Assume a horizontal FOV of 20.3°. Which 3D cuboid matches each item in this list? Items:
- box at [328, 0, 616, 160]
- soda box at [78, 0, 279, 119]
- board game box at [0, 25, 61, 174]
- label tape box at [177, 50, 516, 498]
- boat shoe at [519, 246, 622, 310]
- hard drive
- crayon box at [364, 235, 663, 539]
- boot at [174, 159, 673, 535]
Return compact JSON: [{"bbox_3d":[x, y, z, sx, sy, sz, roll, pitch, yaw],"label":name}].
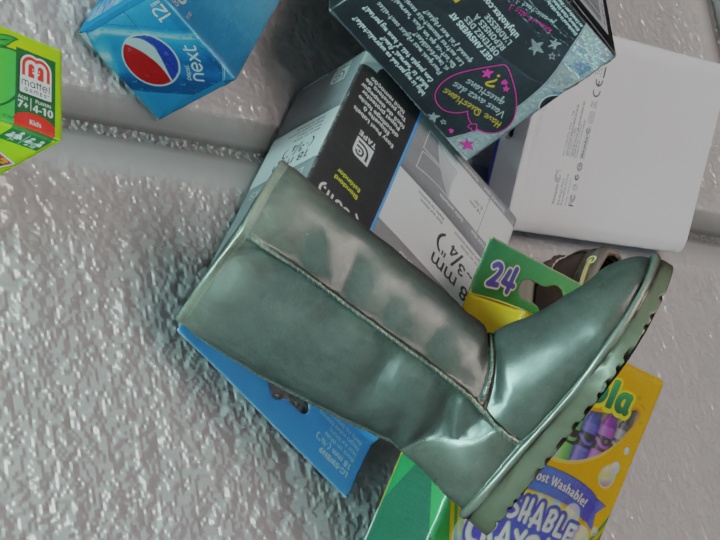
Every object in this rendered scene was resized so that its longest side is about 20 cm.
[{"bbox_3d":[0.064,-0.182,1.187,0.132,0.114,0.201,46,24,-25],"label":"box"},{"bbox_3d":[-0.076,-0.178,1.107,0.068,0.064,0.201,47,44,-23],"label":"soda box"},{"bbox_3d":[-0.236,-0.086,0.852,0.199,0.101,0.048,19,58,-42],"label":"board game box"},{"bbox_3d":[0.000,0.000,1.111,0.144,0.063,0.201,46,43,-23],"label":"label tape box"},{"bbox_3d":[0.133,0.079,1.228,0.072,0.059,0.202,30,52,-37],"label":"boat shoe"},{"bbox_3d":[0.163,-0.085,1.319,0.199,0.025,0.133,6,100,-47],"label":"hard drive"},{"bbox_3d":[0.088,0.099,1.100,0.125,0.051,0.201,25,85,-39],"label":"crayon box"},{"bbox_3d":[0.033,0.012,1.017,0.200,0.073,0.182,39,86,5],"label":"boot"}]
